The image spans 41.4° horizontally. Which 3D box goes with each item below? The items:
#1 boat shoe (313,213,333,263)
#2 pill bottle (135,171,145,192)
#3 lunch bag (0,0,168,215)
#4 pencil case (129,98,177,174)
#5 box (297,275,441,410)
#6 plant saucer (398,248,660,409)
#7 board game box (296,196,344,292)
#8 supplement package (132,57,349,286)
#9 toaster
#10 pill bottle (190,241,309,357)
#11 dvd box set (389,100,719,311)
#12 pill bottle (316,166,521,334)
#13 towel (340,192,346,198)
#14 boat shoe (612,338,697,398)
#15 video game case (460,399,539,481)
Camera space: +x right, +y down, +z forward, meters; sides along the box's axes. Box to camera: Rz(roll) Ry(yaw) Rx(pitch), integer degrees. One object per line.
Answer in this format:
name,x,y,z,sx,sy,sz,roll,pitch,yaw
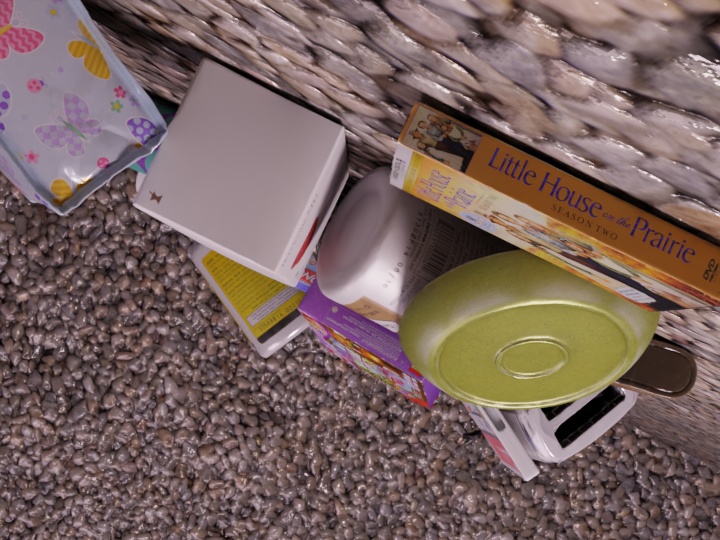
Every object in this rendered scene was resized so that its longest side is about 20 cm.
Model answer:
boat shoe,0.000,0.000,0.960,0.067,0.072,0.200,29,169,22
pill bottle,-0.181,-0.092,1.220,0.199,0.112,0.111,27,177,7
lunch bag,-0.252,-0.149,0.688,0.201,0.127,0.169,59,163,-20
pencil case,-0.173,-0.116,1.026,0.199,0.086,0.093,26,163,16
box,0.017,0.079,0.958,0.136,0.039,0.200,30,170,14
plant saucer,0.128,0.056,0.720,0.198,0.031,0.201,0,143,0
board game box,-0.044,-0.026,0.985,0.134,0.029,0.199,-25,145,35
supplement package,-0.086,-0.068,0.774,0.119,0.122,0.200,26,177,2
toaster,0.210,0.135,1.062,0.114,0.199,0.129,61,162,-11
pill bottle,-0.127,-0.010,1.106,0.201,0.111,0.111,53,176,0
dvd box set,0.112,-0.032,0.575,0.199,0.030,0.146,26,177,1
pill bottle,0.073,0.010,0.784,0.199,0.115,0.114,28,176,-23
towel,0.007,-0.050,1.087,0.132,0.035,0.199,26,177,43
boat shoe,0.230,0.077,0.951,0.199,0.072,0.068,27,176,3
video game case,0.105,0.114,0.959,0.201,0.017,0.143,57,177,3
